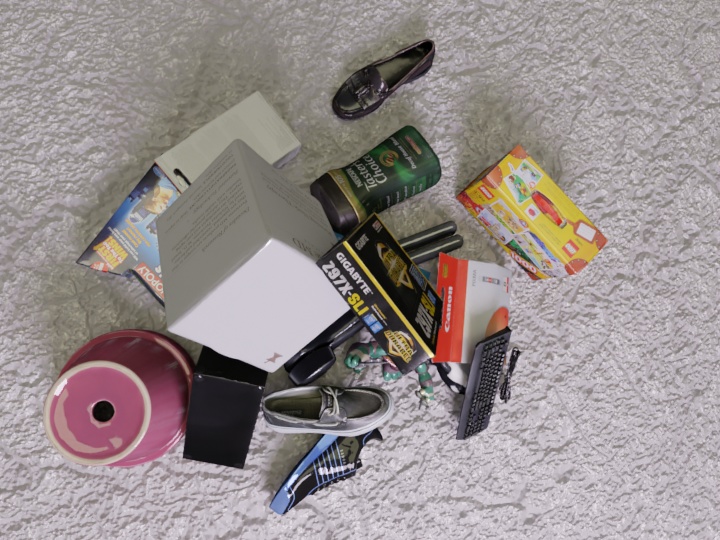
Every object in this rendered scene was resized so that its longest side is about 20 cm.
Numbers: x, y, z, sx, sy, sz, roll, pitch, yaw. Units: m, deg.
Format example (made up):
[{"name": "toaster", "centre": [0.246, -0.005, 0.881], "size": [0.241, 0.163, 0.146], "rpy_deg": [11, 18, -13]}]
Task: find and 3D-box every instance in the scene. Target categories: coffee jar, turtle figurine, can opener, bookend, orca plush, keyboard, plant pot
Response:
[{"name": "coffee jar", "centre": [0.023, -0.140, 0.886], "size": [0.200, 0.085, 0.104], "rpy_deg": [-32, 73, -9]}, {"name": "turtle figurine", "centre": [0.053, 0.133, 0.809], "size": [0.149, 0.200, 0.101], "rpy_deg": [35, 74, -10]}, {"name": "can opener", "centre": [-0.037, 0.101, 0.874], "size": [0.200, 0.063, 0.079], "rpy_deg": [-38, 71, -11]}, {"name": "bookend", "centre": [-0.184, 0.146, 0.821], "size": [0.092, 0.199, 0.200], "rpy_deg": [14, 39, -8]}, {"name": "orca plush", "centre": [0.105, 0.126, 0.889], "size": [0.071, 0.105, 0.200], "rpy_deg": [-37, 105, 24]}, {"name": "keyboard", "centre": [0.207, 0.175, 0.867], "size": [0.127, 0.021, 0.201], "rpy_deg": [-20, 129, -35]}, {"name": "can opener", "centre": [0.072, -0.029, 0.900], "size": [0.199, 0.066, 0.053], "rpy_deg": [-19, 76, -9]}, {"name": "plant pot", "centre": [-0.334, 0.181, 0.765], "size": [0.199, 0.179, 0.201], "rpy_deg": [1, 85, -8]}]

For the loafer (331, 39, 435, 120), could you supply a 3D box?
[{"name": "loafer", "centre": [0.039, -0.323, 0.919], "size": [0.200, 0.063, 0.072], "rpy_deg": [-35, 91, -10]}]

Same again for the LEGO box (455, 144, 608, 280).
[{"name": "LEGO box", "centre": [0.267, -0.085, 0.890], "size": [0.077, 0.149, 0.200], "rpy_deg": [-44, 92, -9]}]

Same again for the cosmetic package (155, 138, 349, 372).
[{"name": "cosmetic package", "centre": [-0.132, -0.016, 0.696], "size": [0.166, 0.200, 0.167], "rpy_deg": [-40, 137, 15]}]

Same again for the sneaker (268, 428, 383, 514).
[{"name": "sneaker", "centre": [-0.050, 0.303, 0.851], "size": [0.078, 0.070, 0.200], "rpy_deg": [42, 80, 4]}]

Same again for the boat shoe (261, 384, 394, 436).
[{"name": "boat shoe", "centre": [-0.049, 0.205, 0.818], "size": [0.199, 0.071, 0.072], "rpy_deg": [-8, 58, 2]}]

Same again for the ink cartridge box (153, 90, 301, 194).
[{"name": "ink cartridge box", "centre": [-0.202, -0.177, 0.862], "size": [0.200, 0.050, 0.109], "rpy_deg": [-40, 92, -19]}]

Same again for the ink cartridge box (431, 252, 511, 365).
[{"name": "ink cartridge box", "centre": [0.176, 0.063, 0.853], "size": [0.050, 0.200, 0.163], "rpy_deg": [2, 83, 32]}]

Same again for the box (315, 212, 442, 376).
[{"name": "box", "centre": [0.033, 0.018, 0.682], "size": [0.049, 0.200, 0.160], "rpy_deg": [-35, 95, 17]}]

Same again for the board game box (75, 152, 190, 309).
[{"name": "board game box", "centre": [-0.307, -0.035, 0.843], "size": [0.200, 0.062, 0.200], "rpy_deg": [-41, 93, -11]}]

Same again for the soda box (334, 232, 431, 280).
[{"name": "soda box", "centre": [0.000, 0.000, 0.828], "size": [0.199, 0.068, 0.064], "rpy_deg": [22, 108, 7]}]
